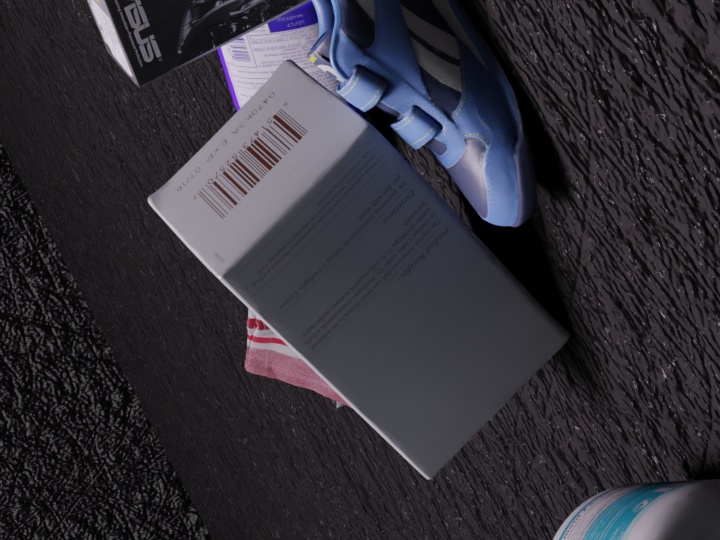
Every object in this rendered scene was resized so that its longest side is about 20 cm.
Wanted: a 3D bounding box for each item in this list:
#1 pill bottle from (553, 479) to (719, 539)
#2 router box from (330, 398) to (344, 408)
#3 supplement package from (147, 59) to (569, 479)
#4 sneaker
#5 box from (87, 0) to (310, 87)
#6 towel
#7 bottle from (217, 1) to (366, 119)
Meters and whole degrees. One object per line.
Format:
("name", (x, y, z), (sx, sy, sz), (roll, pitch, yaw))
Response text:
("pill bottle", (0.158, 0.162, 1.130), (0.111, 0.111, 0.200), (61, 168, 0))
("router box", (-0.034, -0.003, 1.640), (0.149, 0.051, 0.200), (58, 167, 20))
("supplement package", (0.000, 0.000, 1.246), (0.200, 0.117, 0.117), (46, 178, -34))
("sneaker", (0.021, -0.103, 1.151), (0.200, 0.082, 0.074), (59, 166, -2))
("box", (-0.085, -0.215, 1.147), (0.048, 0.158, 0.200), (49, 162, 49))
("towel", (-0.010, 0.049, 1.520), (0.144, 0.023, 0.200), (20, 156, 6))
("bottle", (-0.037, -0.118, 1.340), (0.200, 0.083, 0.065), (73, -163, -46))
